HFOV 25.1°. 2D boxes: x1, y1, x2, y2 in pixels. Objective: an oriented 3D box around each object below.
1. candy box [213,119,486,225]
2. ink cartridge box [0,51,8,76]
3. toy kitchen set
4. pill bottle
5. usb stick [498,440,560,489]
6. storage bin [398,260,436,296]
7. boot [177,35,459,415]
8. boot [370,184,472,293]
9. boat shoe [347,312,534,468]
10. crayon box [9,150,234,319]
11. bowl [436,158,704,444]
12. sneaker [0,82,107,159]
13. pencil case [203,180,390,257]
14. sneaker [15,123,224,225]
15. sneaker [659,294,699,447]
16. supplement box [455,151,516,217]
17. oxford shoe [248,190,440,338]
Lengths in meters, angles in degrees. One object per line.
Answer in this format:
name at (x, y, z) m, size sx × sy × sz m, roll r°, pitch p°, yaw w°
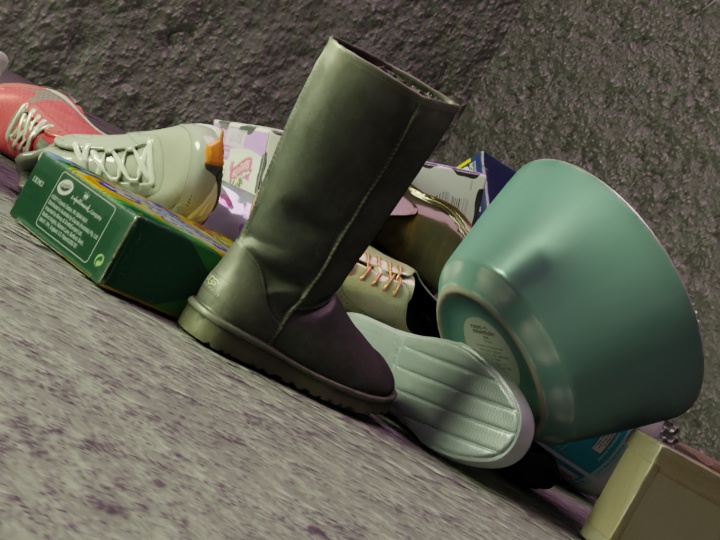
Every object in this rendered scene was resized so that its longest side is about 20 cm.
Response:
candy box at (-0.019, -0.074, 1.390) m, size 0.199 × 0.072 × 0.168 m, roll 10°, pitch 5°, yaw -22°
ink cartridge box at (-0.362, -0.167, 1.176) m, size 0.146 × 0.083 × 0.200 m, roll 29°, pitch 2°, yaw 4°
toy kitchen set at (0.239, 0.129, 1.135) m, size 0.180 × 0.164 × 0.200 m, roll 28°, pitch 2°, yaw -19°
pill bottle at (0.139, 0.087, 1.293) m, size 0.199 × 0.111 × 0.111 m, roll 34°, pitch 0°, yaw -19°
usb stick at (0.070, 0.106, 1.207) m, size 0.055 × 0.033 × 0.200 m, roll 37°, pitch -4°, yaw -43°
storage bin at (0.058, 0.055, 1.430) m, size 0.135 × 0.094 × 0.200 m, roll 31°, pitch 4°, yaw 41°
boot at (-0.002, -0.023, 0.998) m, size 0.181 × 0.201 × 0.072 m, roll 27°, pitch 3°, yaw -41°
boot at (0.015, -0.027, 1.223) m, size 0.097 × 0.075 × 0.200 m, roll -17°, pitch 52°, yaw -35°
boat shoe at (0.052, 0.079, 1.095) m, size 0.062 × 0.072 × 0.200 m, roll 25°, pitch 2°, yaw -44°
crayon box at (-0.114, -0.002, 1.057) m, size 0.200 × 0.052 × 0.126 m, roll 28°, pitch 3°, yaw -44°
bowl at (0.126, 0.038, 1.093) m, size 0.201 × 0.105 × 0.201 m, roll 46°, pitch -26°, yaw 29°
sneaker at (-0.260, -0.111, 1.385) m, size 0.199 × 0.074 × 0.087 m, roll 29°, pitch 6°, yaw 18°
pencil case at (-0.070, -0.010, 1.243) m, size 0.199 × 0.083 × 0.091 m, roll 25°, pitch 10°, yaw -20°
sneaker at (-0.176, -0.067, 1.154) m, size 0.092 × 0.076 × 0.199 m, roll 11°, pitch -14°, yaw -40°
sneaker at (0.231, 0.103, 1.409) m, size 0.069 × 0.202 × 0.099 m, roll 7°, pitch 2°, yaw -35°
supplement box at (0.086, -0.009, 1.596) m, size 0.109 × 0.200 × 0.109 m, roll 27°, pitch 45°, yaw -36°
oxford shoe at (0.000, 0.000, 1.157) m, size 0.073 × 0.071 × 0.200 m, roll -10°, pitch -35°, yaw 39°
